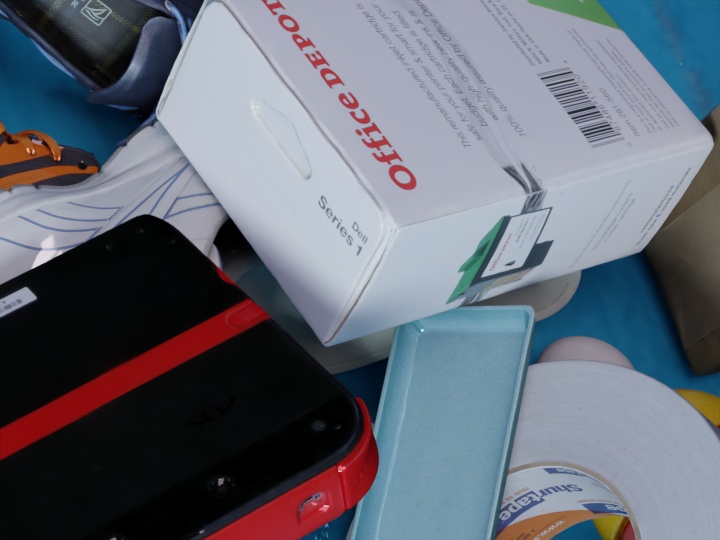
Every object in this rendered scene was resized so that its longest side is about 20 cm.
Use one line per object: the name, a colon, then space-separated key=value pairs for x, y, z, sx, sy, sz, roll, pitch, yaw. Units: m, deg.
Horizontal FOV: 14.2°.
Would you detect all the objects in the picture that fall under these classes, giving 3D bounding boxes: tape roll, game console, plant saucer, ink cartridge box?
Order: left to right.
game console: x=-0.112 y=0.067 z=1.134 sx=0.200 sy=0.031 sz=0.177 roll=-28 pitch=47 yaw=-26
plant saucer: x=0.030 y=0.110 z=1.241 sx=0.070 sy=0.019 sz=0.201 roll=-1 pitch=67 yaw=31
ink cartridge box: x=0.032 y=-0.064 z=1.272 sx=0.200 sy=0.084 sz=0.146 roll=-15 pitch=58 yaw=-39
tape roll: x=0.088 y=0.142 z=1.240 sx=0.066 sy=0.200 sz=0.201 roll=38 pitch=56 yaw=-48

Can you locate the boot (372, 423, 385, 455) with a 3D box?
boot: x=-0.103 y=0.126 z=1.257 sx=0.181 sy=0.073 sz=0.201 roll=17 pitch=60 yaw=9

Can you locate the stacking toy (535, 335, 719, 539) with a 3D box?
stacking toy: x=0.154 y=0.103 z=1.324 sx=0.146 sy=0.146 sz=0.200 roll=-31 pitch=63 yaw=-22

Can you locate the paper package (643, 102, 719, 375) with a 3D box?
paper package: x=0.249 y=-0.039 z=1.344 sx=0.199 sy=0.191 sz=0.104 roll=-15 pitch=78 yaw=-18

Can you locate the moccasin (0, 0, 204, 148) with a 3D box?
moccasin: x=-0.108 y=-0.096 z=1.319 sx=0.200 sy=0.081 sz=0.068 roll=30 pitch=25 yaw=-13

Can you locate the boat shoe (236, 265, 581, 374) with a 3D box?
boat shoe: x=0.000 y=0.000 z=1.348 sx=0.199 sy=0.073 sz=0.062 roll=-7 pitch=30 yaw=-10

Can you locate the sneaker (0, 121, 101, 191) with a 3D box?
sneaker: x=-0.179 y=-0.070 z=1.313 sx=0.112 sy=0.078 sz=0.201 roll=-3 pitch=82 yaw=-20

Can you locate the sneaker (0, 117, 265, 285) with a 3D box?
sneaker: x=-0.109 y=-0.001 z=1.244 sx=0.200 sy=0.075 sz=0.087 roll=-33 pitch=52 yaw=-28
